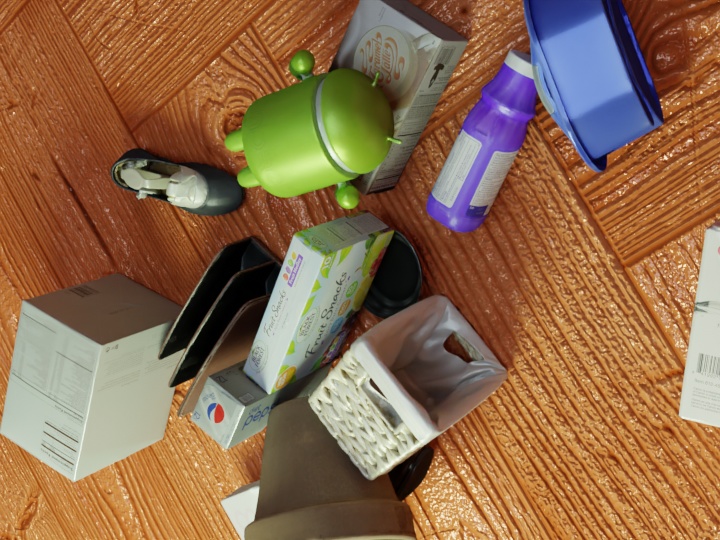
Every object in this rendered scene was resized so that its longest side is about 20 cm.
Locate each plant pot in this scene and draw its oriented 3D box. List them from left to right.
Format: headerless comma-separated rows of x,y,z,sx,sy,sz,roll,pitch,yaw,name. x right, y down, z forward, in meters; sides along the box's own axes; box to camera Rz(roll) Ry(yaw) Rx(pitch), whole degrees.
-0.043,0.243,1.255,0.198,0.199,0.177,-20,66,30,plant pot

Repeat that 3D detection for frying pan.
0.008,0.015,1.323,0.189,0.031,0.116,-30,82,42,frying pan

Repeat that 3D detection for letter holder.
-0.186,0.074,1.379,0.100,0.142,0.201,41,117,15,letter holder

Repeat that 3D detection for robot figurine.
-0.049,-0.150,1.178,0.198,0.115,0.178,-14,99,31,robot figurine

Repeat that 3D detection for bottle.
0.142,-0.142,1.186,0.065,0.083,0.202,33,115,19,bottle

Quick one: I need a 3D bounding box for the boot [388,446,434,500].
-0.020,0.229,1.368,0.200,0.064,0.187,44,119,19,boot

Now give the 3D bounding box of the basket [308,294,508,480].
0.054,0.133,1.229,0.136,0.199,0.123,50,124,11,basket

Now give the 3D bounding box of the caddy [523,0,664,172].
0.228,-0.203,1.094,0.104,0.141,0.203,-21,89,25,caddy

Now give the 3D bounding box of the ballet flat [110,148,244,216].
-0.250,-0.113,1.418,0.198,0.073,0.074,18,109,25,ballet flat

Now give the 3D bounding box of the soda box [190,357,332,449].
-0.118,0.147,1.322,0.063,0.199,0.069,34,115,19,soda box

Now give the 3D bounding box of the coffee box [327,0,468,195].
0.022,-0.204,1.241,0.114,0.079,0.202,37,115,18,coffee box

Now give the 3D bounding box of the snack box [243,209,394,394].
-0.050,0.035,1.267,0.053,0.141,0.202,37,122,24,snack box

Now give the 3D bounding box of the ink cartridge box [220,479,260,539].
-0.079,0.341,1.395,0.199,0.057,0.164,-28,91,49,ink cartridge box

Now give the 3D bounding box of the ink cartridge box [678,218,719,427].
0.411,0.059,1.077,0.143,0.084,0.203,11,107,26,ink cartridge box

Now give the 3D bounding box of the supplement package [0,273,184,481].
-0.358,0.138,1.459,0.146,0.191,0.203,25,111,23,supplement package
